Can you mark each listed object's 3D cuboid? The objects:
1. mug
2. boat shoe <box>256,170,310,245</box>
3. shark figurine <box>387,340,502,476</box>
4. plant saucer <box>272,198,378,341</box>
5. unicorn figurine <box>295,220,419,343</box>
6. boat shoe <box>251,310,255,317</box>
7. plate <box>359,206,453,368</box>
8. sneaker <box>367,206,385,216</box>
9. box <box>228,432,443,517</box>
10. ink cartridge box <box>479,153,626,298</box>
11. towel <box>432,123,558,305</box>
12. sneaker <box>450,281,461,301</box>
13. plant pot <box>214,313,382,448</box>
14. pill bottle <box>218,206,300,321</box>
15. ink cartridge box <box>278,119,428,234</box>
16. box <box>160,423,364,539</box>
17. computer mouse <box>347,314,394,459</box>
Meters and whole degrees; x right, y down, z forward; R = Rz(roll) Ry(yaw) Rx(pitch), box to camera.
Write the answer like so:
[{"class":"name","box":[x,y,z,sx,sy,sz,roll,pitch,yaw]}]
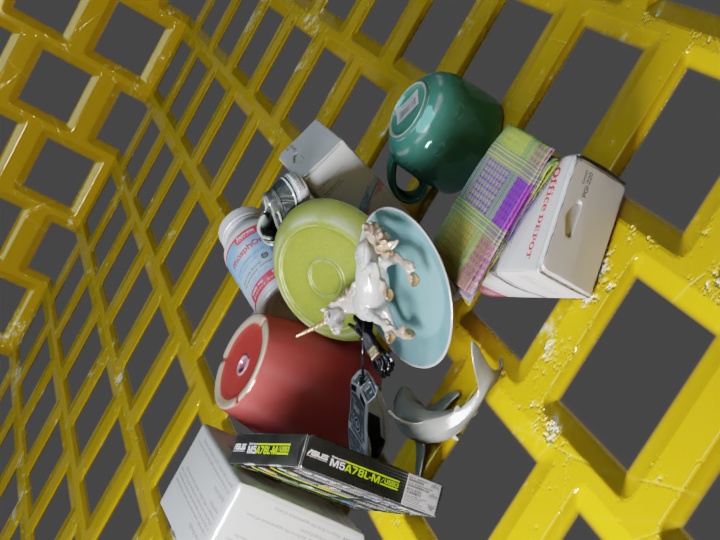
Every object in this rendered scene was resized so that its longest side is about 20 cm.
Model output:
[{"class":"mug","box":[0.103,-0.187,1.655,0.152,0.114,0.187,16,81,64]},{"class":"boat shoe","box":[-0.114,-0.069,1.649,0.072,0.070,0.201,57,162,25]},{"class":"shark figurine","box":[0.082,0.168,1.409,0.214,0.089,0.130,-30,43,52]},{"class":"plant saucer","box":[-0.040,0.006,1.554,0.200,0.200,0.031,-43,-5,36]},{"class":"unicorn figurine","box":[0.011,0.030,1.437,0.137,0.073,0.202,42,122,44]},{"class":"boat shoe","box":[-0.119,0.068,1.889,0.074,0.087,0.203,-10,39,22]},{"class":"plate","box":[0.060,0.019,1.429,0.200,0.025,0.202,35,133,47]},{"class":"sneaker","box":[0.000,0.000,1.612,0.201,0.074,0.100,-56,11,34]},{"class":"box","box":[-0.032,0.246,1.420,0.192,0.198,0.048,-10,59,60]},{"class":"ink cartridge box","box":[0.202,-0.048,1.379,0.199,0.084,0.147,-2,65,63]},{"class":"towel","box":[0.150,-0.069,1.375,0.201,0.023,0.144,-60,25,9]},{"class":"sneaker","box":[0.084,-0.004,1.567,0.200,0.075,0.115,-42,35,42]},{"class":"plant pot","box":[-0.095,0.159,1.645,0.200,0.176,0.202,-42,34,37]},{"class":"pill bottle","box":[-0.146,-0.009,1.818,0.109,0.108,0.200,-54,47,19]},{"class":"ink cartridge box","box":[-0.012,-0.108,1.691,0.088,0.200,0.145,-46,26,0]},{"class":"box","box":[-0.132,0.326,1.537,0.132,0.199,0.199,-60,26,3]},{"class":"computer mouse","box":[0.015,0.165,1.520,0.110,0.043,0.202,-130,37,-56]}]
